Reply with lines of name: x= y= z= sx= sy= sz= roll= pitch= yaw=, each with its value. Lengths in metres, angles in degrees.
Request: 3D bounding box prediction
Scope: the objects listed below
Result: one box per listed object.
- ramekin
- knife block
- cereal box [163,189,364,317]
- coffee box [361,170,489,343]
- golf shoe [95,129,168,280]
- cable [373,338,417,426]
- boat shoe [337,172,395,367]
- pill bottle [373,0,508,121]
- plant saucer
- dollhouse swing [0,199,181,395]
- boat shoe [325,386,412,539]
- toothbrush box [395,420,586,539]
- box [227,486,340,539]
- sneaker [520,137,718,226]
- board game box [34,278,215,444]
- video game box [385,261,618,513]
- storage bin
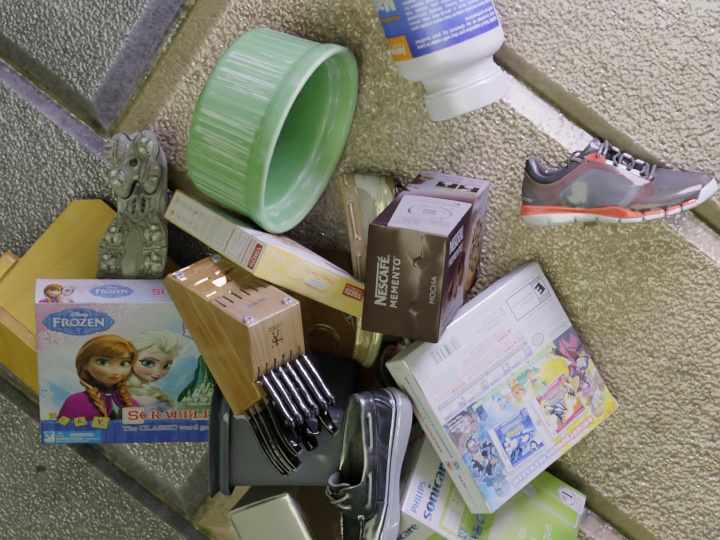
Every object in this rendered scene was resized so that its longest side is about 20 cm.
ramekin: x=-0.090 y=-0.146 z=1.584 sx=0.098 sy=0.200 sz=0.200 roll=23 pitch=113 yaw=16
knife block: x=-0.105 y=0.097 z=1.527 sx=0.200 sy=0.064 sz=0.176 roll=29 pitch=132 yaw=43
cereal box: x=-0.095 y=-0.019 z=1.601 sx=0.200 sy=0.144 sz=0.040 roll=29 pitch=95 yaw=51
coffee box: x=0.067 y=-0.017 z=1.572 sx=0.080 sy=0.200 sz=0.113 roll=10 pitch=110 yaw=13
golf shoe: x=-0.232 y=-0.047 z=1.686 sx=0.078 sy=0.097 sz=0.201 roll=3 pitch=83 yaw=10
cable: x=0.060 y=0.148 z=1.696 sx=0.097 sy=0.050 sz=0.201 roll=-6 pitch=106 yaw=-27
boat shoe: x=0.000 y=-0.001 z=1.644 sx=0.063 sy=0.073 sz=0.201 roll=4 pitch=93 yaw=-2
pill bottle: x=0.074 y=-0.254 z=1.539 sx=0.112 sy=0.112 sz=0.200 roll=-16 pitch=102 yaw=21
plant saucer: x=-0.039 y=0.076 z=1.724 sx=0.200 sy=0.035 sz=0.201 roll=5 pitch=109 yaw=15
dollhouse swing: x=-0.316 y=0.047 z=1.800 sx=0.200 sy=0.176 sz=0.182 roll=40 pitch=155 yaw=1
boat shoe: x=-0.002 y=0.212 z=1.556 sx=0.071 sy=0.072 sz=0.201 roll=5 pitch=94 yaw=-30
toothbrush box: x=0.122 y=0.260 z=1.644 sx=0.200 sy=0.146 sz=0.086 roll=32 pitch=137 yaw=-10
box: x=-0.059 y=0.249 z=1.697 sx=0.078 sy=0.200 sz=0.095 roll=-22 pitch=100 yaw=22
sneaker: x=0.252 y=-0.091 z=1.563 sx=0.199 sy=0.077 sz=0.082 roll=-4 pitch=100 yaw=17
board game box: x=-0.240 y=0.098 z=1.657 sx=0.199 sy=0.041 sz=0.200 roll=-1 pitch=128 yaw=-8
video game box: x=0.148 y=0.118 z=1.605 sx=0.182 sy=0.200 sz=0.047 roll=59 pitch=151 yaw=-6
storage bin: x=-0.075 y=0.143 z=1.643 sx=0.134 sy=0.200 sz=0.146 roll=4 pitch=108 yaw=4
